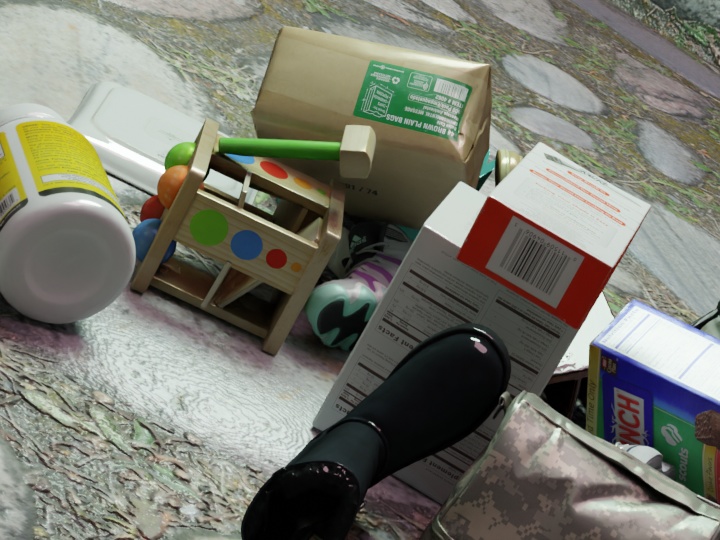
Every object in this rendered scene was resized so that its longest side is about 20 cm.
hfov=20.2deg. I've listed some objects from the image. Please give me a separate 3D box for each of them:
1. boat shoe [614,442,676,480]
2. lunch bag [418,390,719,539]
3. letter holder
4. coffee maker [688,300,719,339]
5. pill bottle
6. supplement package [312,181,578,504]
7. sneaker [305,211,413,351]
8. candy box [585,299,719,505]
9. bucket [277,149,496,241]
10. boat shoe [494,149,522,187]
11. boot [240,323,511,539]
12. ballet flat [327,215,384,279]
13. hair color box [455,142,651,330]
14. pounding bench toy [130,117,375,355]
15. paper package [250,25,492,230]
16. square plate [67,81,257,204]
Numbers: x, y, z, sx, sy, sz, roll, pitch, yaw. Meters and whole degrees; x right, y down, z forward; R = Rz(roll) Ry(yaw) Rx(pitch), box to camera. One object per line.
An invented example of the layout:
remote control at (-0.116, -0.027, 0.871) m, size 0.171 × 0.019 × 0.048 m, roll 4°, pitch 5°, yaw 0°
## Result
boat shoe at (0.206, 0.176, 1.627) m, size 0.067 × 0.074 × 0.200 m, roll 13°, pitch -7°, yaw 17°
lunch bag at (0.154, 0.201, 1.481) m, size 0.200 × 0.168 × 0.139 m, roll 32°, pitch 21°, yaw 9°
letter holder at (0.167, 0.057, 1.905) m, size 0.100 × 0.142 × 0.200 m, roll -11°, pitch 53°, yaw -12°
coffee maker at (0.413, 0.082, 2.016) m, size 0.135 × 0.192 × 0.200 m, roll 33°, pitch 14°, yaw -5°
pill bottle at (-0.255, -0.053, 1.633) m, size 0.112 × 0.113 × 0.200 m, roll 16°, pitch 24°, yaw -28°
supplement package at (0.085, 0.062, 1.669) m, size 0.150 × 0.200 × 0.152 m, roll 31°, pitch 21°, yaw 5°
sneaker at (0.000, 0.000, 1.837) m, size 0.200 × 0.078 × 0.140 m, roll 15°, pitch 44°, yaw -54°
candy box at (0.290, 0.143, 1.719) m, size 0.200 × 0.169 × 0.077 m, roll 27°, pitch 48°, yaw 33°
bucket at (0.020, -0.098, 2.050) m, size 0.207 × 0.135 × 0.207 m, roll 25°, pitch 21°, yaw -10°
boat shoe at (0.174, -0.036, 2.026) m, size 0.062 × 0.200 × 0.073 m, roll -9°, pitch 34°, yaw 9°
boot at (0.014, 0.129, 1.452) m, size 0.076 × 0.200 × 0.168 m, roll 53°, pitch 19°, yaw -3°
ballet flat at (0.019, -0.008, 1.943) m, size 0.200 × 0.068 × 0.068 m, roll 26°, pitch 30°, yaw -5°
hair color box at (0.156, -0.031, 1.603) m, size 0.111 × 0.064 × 0.200 m, roll 30°, pitch 23°, yaw 7°
pounding bench toy at (-0.094, -0.064, 1.733) m, size 0.156 × 0.200 × 0.124 m, roll 26°, pitch 23°, yaw -9°
paper package at (0.012, -0.124, 1.834) m, size 0.199 × 0.104 × 0.191 m, roll 13°, pitch -19°, yaw 8°
square plate at (-0.189, -0.120, 1.991) m, size 0.200 × 0.028 × 0.198 m, roll 26°, pitch 20°, yaw -5°
